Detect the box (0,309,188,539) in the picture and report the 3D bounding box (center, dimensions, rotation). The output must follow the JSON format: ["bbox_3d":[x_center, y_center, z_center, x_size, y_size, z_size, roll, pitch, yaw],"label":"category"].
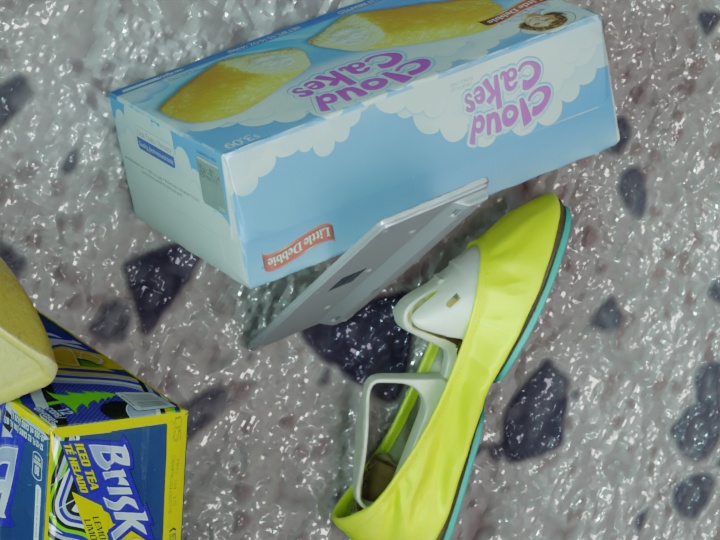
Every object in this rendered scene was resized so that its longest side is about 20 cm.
[{"bbox_3d":[-0.145,0.062,1.106,0.064,0.200,0.070,-5,109,-31],"label":"box"}]

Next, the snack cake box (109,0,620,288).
[{"bbox_3d":[0.002,-0.069,1.206,0.199,0.115,0.067,-22,116,-24],"label":"snack cake box"}]

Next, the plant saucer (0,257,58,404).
[{"bbox_3d":[-0.238,-0.006,1.040,0.200,0.200,0.049,37,54,-26],"label":"plant saucer"}]

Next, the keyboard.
[{"bbox_3d":[0.000,0.000,1.197,0.056,0.200,0.011,-17,79,-23],"label":"keyboard"}]

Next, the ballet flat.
[{"bbox_3d":[0.040,0.049,1.306,0.067,0.067,0.201,20,98,-14],"label":"ballet flat"}]
